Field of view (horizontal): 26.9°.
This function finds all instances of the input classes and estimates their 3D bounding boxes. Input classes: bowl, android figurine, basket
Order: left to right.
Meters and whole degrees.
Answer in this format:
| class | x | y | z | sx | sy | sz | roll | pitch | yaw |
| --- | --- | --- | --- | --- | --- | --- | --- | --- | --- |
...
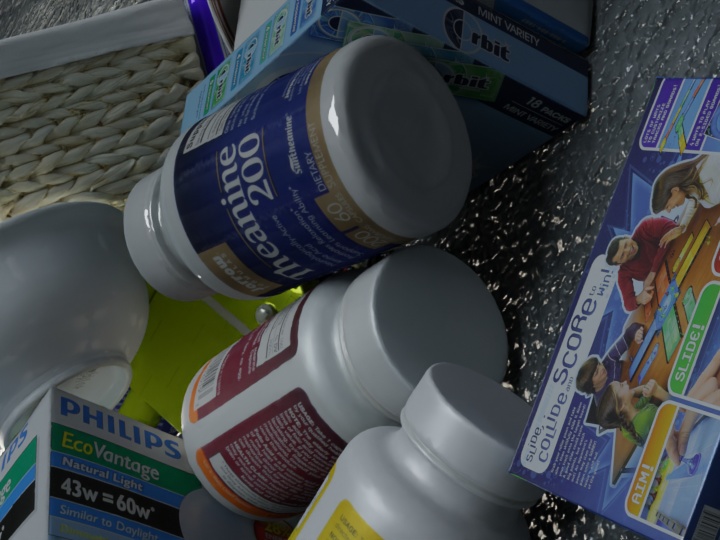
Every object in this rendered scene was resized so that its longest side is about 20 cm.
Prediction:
| class | x | y | z | sx | sy | sz | roll | pitch | yaw |
| --- | --- | --- | --- | --- | --- | --- | --- | --- | --- |
| bowl | -0.210 | 0.056 | 0.972 | 0.091 | 0.200 | 0.201 | 52 | 123 | 19 |
| basket | -0.204 | -0.089 | 1.024 | 0.135 | 0.199 | 0.124 | -22 | 91 | 53 |
| android figurine | -0.097 | 0.055 | 1.045 | 0.182 | 0.041 | 0.201 | 39 | 107 | 21 |

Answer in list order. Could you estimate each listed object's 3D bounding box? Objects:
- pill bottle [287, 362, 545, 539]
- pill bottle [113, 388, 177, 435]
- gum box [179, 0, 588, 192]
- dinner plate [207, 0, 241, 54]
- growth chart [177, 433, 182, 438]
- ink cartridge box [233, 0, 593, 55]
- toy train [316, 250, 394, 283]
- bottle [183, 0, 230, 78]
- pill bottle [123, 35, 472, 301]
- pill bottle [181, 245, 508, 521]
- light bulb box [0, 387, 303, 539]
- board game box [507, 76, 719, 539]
| class | x | y | z | sx | sy | sz | roll | pitch | yaw |
| --- | --- | --- | --- | --- | --- | --- | --- | --- | --- |
| pill bottle | 0.018 | 0.151 | 0.769 | 0.201 | 0.111 | 0.111 | -59 | 28 | 17 |
| pill bottle | -0.172 | 0.060 | 1.153 | 0.201 | 0.115 | 0.116 | -63 | 27 | 7 |
| gum box | 0.010 | -0.100 | 0.913 | 0.200 | 0.169 | 0.045 | -33 | 42 | 48 |
| dinner plate | -0.053 | -0.194 | 1.072 | 0.024 | 0.200 | 0.202 | -19 | 51 | 35 |
| growth chart | -0.102 | 0.094 | 1.143 | 0.202 | 0.018 | 0.145 | -66 | 26 | 2 |
| ink cartridge box | 0.031 | -0.180 | 0.962 | 0.200 | 0.146 | 0.146 | -33 | 42 | 49 |
| toy train | 0.000 | 0.000 | 1.006 | 0.200 | 0.034 | 0.046 | 20 | 90 | 64 |
| bottle | -0.083 | -0.130 | 1.081 | 0.065 | 0.083 | 0.202 | -19 | 86 | 41 |
| pill bottle | -0.043 | -0.047 | 0.857 | 0.199 | 0.111 | 0.112 | -21 | 51 | 40 |
| pill bottle | -0.011 | 0.068 | 0.885 | 0.200 | 0.113 | 0.115 | -34 | 42 | 47 |
| light bulb box | -0.131 | 0.208 | 0.908 | 0.125 | 0.197 | 0.201 | -49 | 33 | 28 |
| board game box | 0.144 | 0.014 | 0.654 | 0.135 | 0.034 | 0.202 | 17 | 85 | 64 |
